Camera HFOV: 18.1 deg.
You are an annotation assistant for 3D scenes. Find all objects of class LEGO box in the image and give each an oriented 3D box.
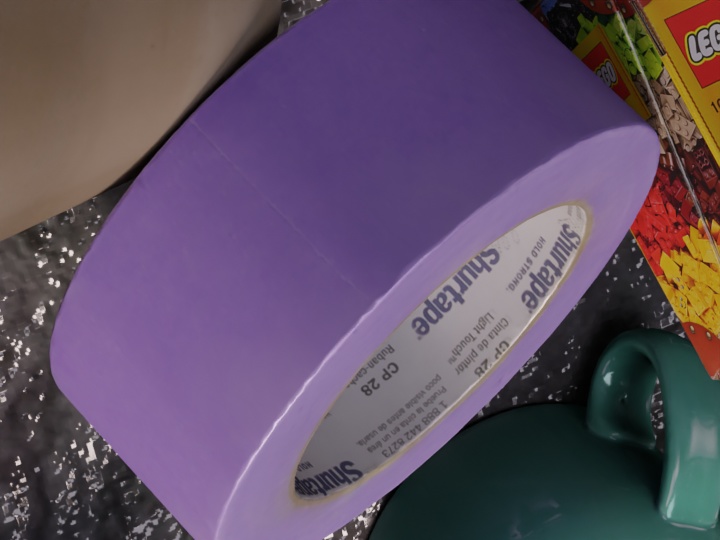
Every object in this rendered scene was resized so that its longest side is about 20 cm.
[{"bbox_3d":[0.183,-0.074,0.803,0.199,0.077,0.149,-25,83,-20],"label":"LEGO box"}]

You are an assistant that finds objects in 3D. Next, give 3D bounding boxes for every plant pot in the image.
[{"bbox_3d":[-0.126,-0.085,0.669,0.173,0.200,0.201,-10,118,-39],"label":"plant pot"}]

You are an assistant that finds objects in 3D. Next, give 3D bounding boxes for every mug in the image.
[{"bbox_3d":[0.085,0.132,0.888,0.151,0.114,0.186,-18,119,-15],"label":"mug"}]

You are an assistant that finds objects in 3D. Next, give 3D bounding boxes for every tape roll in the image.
[{"bbox_3d":[0.000,0.000,0.745,0.200,0.085,0.200,-40,163,-15],"label":"tape roll"}]
